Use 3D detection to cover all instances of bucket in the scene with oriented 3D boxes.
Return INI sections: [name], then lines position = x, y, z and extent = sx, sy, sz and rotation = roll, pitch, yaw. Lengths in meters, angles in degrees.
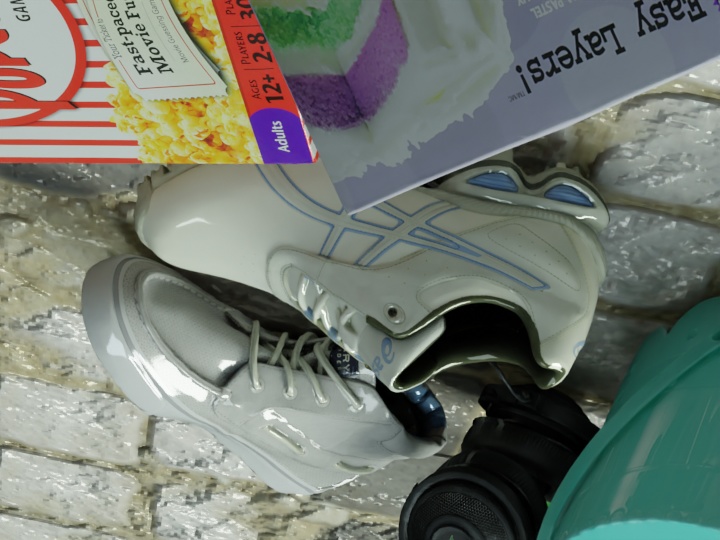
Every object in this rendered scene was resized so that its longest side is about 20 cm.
[bucket]
position = 0.179, 0.129, 1.028
extent = 0.206, 0.135, 0.208
rotation = 19, 136, 20

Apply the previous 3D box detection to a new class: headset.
[headset]
position = 0.056, 0.094, 1.097
extent = 0.093, 0.124, 0.201
rotation = 20, 137, 21

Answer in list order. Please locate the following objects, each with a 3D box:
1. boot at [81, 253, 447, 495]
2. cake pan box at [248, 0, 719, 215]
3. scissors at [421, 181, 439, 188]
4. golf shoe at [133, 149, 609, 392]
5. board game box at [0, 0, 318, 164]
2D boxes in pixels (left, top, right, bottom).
[boot]
position = -0.037, 0.040, 1.082
extent = 0.095, 0.074, 0.200
rotation = -17, 148, 26
[cake pan box]
position = 0.039, -0.132, 0.702
extent = 0.199, 0.052, 0.185
rotation = -20, 99, 40
[scissors]
position = 0.005, -0.043, 0.985
extent = 0.073, 0.014, 0.200
rotation = -21, 137, 36
[golf shoe]
position = 0.000, 0.000, 0.950
extent = 0.198, 0.098, 0.079
rotation = 3, 147, 8
[board game box]
position = -0.122, -0.106, 0.878
extent = 0.198, 0.047, 0.152
rotation = 1, 141, 15
